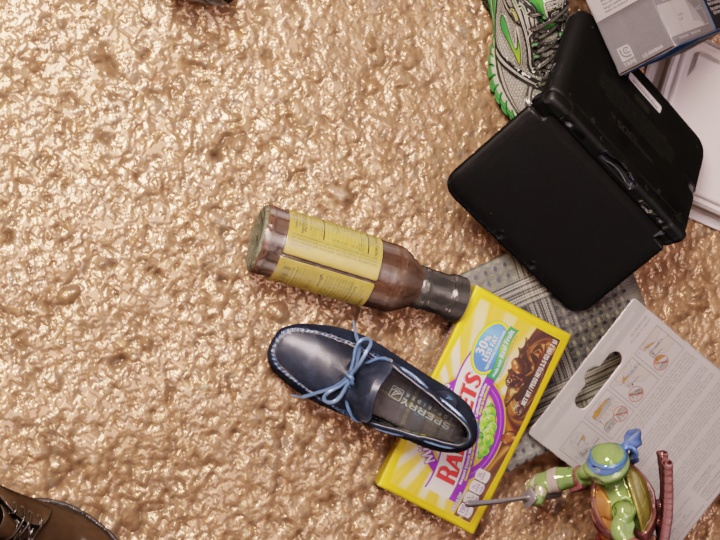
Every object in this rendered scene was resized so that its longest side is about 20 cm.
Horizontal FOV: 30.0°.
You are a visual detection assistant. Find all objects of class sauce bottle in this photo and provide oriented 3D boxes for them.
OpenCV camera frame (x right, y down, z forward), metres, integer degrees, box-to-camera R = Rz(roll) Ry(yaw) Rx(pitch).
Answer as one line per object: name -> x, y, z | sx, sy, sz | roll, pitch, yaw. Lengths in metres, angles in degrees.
sauce bottle -> 0.000, 0.000, 1.174 | 0.198, 0.065, 0.066 | 19, 84, -16

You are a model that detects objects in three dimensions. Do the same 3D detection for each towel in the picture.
towel -> 0.184, 0.065, 1.264 | 0.198, 0.035, 0.195 | -21, 94, -16

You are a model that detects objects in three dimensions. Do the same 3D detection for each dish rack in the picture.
dish rack -> 0.361, -0.131, 1.314 | 0.198, 0.043, 0.174 | 20, 84, -19

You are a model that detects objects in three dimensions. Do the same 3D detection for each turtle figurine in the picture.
turtle figurine -> 0.197, 0.250, 1.195 | 0.200, 0.143, 0.195 | -49, 130, -26

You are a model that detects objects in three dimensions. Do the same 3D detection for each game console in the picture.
game console -> 0.199, -0.097, 1.216 | 0.200, 0.116, 0.177 | 41, 53, -26

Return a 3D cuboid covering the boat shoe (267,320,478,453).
boat shoe -> 0.015, 0.095, 1.161 | 0.198, 0.069, 0.085 | 19, 89, -1

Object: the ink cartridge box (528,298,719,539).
ink cartridge box -> 0.271, 0.141, 1.265 | 0.199, 0.057, 0.163 | 38, 92, -13

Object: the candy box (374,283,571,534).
candy box -> 0.101, 0.125, 1.212 | 0.101, 0.026, 0.202 | 26, 90, -3

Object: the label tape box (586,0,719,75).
label tape box -> 0.245, -0.289, 1.211 | 0.144, 0.063, 0.202 | -26, 90, -51

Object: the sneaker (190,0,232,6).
sneaker -> -0.097, -0.304, 1.126 | 0.200, 0.077, 0.148 | -17, 85, -9

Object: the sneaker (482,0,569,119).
sneaker -> 0.155, -0.216, 1.219 | 0.077, 0.085, 0.203 | -20, 97, -18

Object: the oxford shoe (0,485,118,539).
oxford shoe -> -0.276, 0.212, 1.073 | 0.198, 0.084, 0.073 | 26, 80, -19
